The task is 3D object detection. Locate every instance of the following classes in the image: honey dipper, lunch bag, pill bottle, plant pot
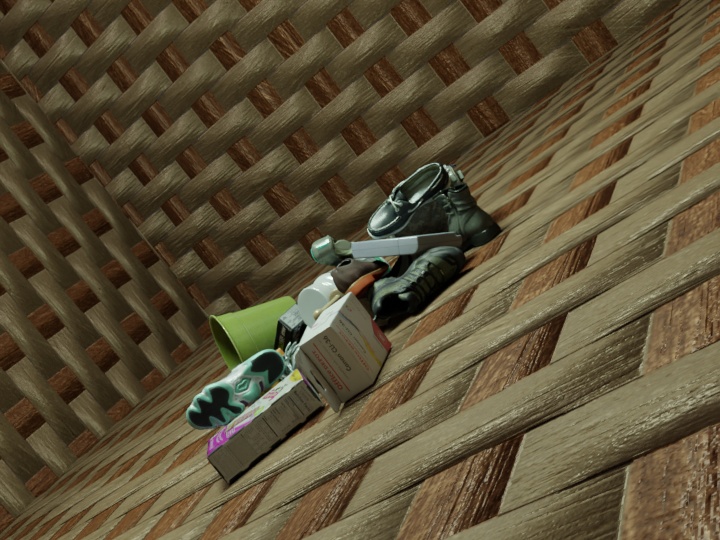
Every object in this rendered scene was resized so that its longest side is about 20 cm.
[{"bbox_3d":[-0.051,0.062,1.654,0.038,0.038,0.200,-36,2,14],"label":"honey dipper"},{"bbox_3d":[0.142,-0.122,1.923,0.200,0.139,0.168,-35,-20,1],"label":"lunch bag"},{"bbox_3d":[-0.027,0.047,1.849,0.200,0.113,0.113,-27,-3,-45],"label":"pill bottle"},{"bbox_3d":[-0.222,0.154,2.127,0.190,0.200,0.200,-26,2,-20],"label":"plant pot"}]

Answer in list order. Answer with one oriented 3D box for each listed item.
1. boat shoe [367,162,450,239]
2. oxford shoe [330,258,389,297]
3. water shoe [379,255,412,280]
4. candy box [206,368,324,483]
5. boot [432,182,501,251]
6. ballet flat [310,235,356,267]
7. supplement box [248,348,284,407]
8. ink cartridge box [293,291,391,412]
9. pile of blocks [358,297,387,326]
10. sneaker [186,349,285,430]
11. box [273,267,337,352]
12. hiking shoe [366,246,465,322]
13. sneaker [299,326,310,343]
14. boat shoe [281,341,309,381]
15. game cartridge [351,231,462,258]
[{"bbox_3d":[0.089,-0.143,1.820,0.200,0.076,0.060,-42,-30,-3],"label":"boat shoe"},{"bbox_3d":[0.000,0.000,1.741,0.071,0.073,0.200,-47,-5,18],"label":"oxford shoe"},{"bbox_3d":[0.067,0.018,1.802,0.079,0.072,0.200,-15,12,11],"label":"water shoe"},{"bbox_3d":[-0.160,0.255,1.517,0.200,0.061,0.136,-38,6,-6],"label":"candy box"},{"bbox_3d":[0.187,-0.104,1.812,0.068,0.131,0.200,-41,7,-29],"label":"boot"},{"bbox_3d":[-0.033,-0.035,1.926,0.064,0.067,0.200,-30,-17,21],"label":"ballet flat"},{"bbox_3d":[-0.177,0.222,1.805,0.067,0.069,0.200,-39,9,10],"label":"supplement box"},{"bbox_3d":[-0.025,0.126,1.434,0.067,0.117,0.200,-35,8,21],"label":"ink cartridge box"},{"bbox_3d":[-0.035,0.120,1.678,0.200,0.082,0.062,-43,9,-36],"label":"pile of blocks"},{"bbox_3d":[-0.228,0.221,1.650,0.200,0.078,0.140,-32,-1,-17],"label":"sneaker"},{"bbox_3d":[-0.108,0.108,1.996,0.200,0.048,0.193,-42,-21,-31],"label":"box"},{"bbox_3d":[0.106,0.034,1.640,0.200,0.076,0.101,-32,30,15],"label":"hiking shoe"},{"bbox_3d":[-0.098,0.151,1.872,0.081,0.076,0.200,-46,4,9],"label":"sneaker"},{"bbox_3d":[-0.122,0.173,1.678,0.202,0.065,0.075,132,151,-76],"label":"boat shoe"},{"bbox_3d":[0.080,-0.047,1.748,0.133,0.042,0.200,-13,6,-37],"label":"game cartridge"}]
